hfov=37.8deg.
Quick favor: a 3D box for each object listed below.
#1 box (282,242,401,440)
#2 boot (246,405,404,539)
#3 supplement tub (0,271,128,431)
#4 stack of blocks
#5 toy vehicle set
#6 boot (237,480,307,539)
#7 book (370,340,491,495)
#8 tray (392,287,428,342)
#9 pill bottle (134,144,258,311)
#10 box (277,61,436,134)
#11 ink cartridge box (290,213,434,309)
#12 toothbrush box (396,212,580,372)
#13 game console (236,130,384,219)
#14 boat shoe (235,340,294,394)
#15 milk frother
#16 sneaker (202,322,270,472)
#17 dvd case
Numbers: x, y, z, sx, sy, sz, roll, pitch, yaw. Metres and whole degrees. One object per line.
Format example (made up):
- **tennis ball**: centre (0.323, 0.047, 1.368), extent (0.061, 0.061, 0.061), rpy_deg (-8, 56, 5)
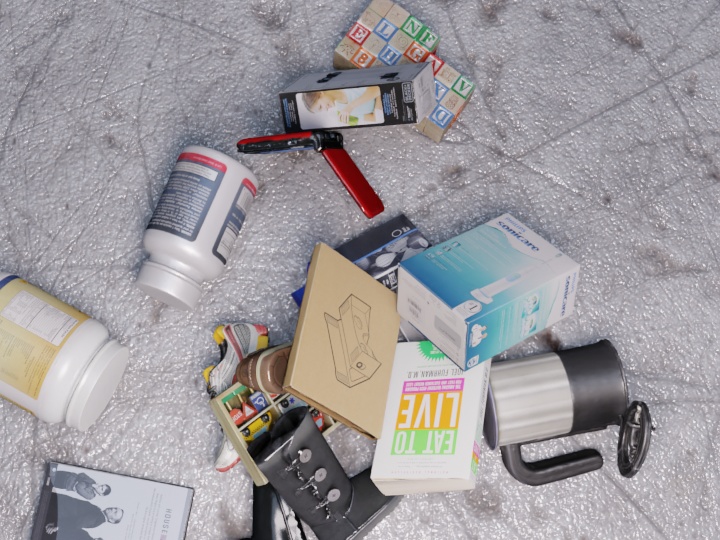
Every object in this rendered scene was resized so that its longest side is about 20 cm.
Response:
- **box**: centre (-0.016, 0.090, 1.337), extent (0.163, 0.021, 0.203), rpy_deg (34, 53, -34)
- **boot**: centre (-0.034, 0.245, 1.342), extent (0.165, 0.065, 0.201), rpy_deg (-47, 118, -22)
- **supplement tub**: centre (-0.416, 0.107, 1.368), extent (0.198, 0.145, 0.146), rpy_deg (28, 76, 3)
- **stack of blocks**: centre (0.071, -0.297, 1.546), extent (0.199, 0.059, 0.116), rpy_deg (37, 77, 6)
- **toy vehicle set**: centre (-0.091, 0.172, 1.381), extent (0.199, 0.026, 0.125), rpy_deg (-34, 93, -37)
- **boot**: centre (-0.152, 0.357, 1.365), extent (0.160, 0.073, 0.201), rpy_deg (-20, 76, -2)
- **book**: centre (0.096, 0.183, 1.349), extent (0.131, 0.048, 0.203), rpy_deg (-8, 51, 26)
- **tray**: centre (0.134, 0.029, 1.488), extent (0.198, 0.022, 0.108), rpy_deg (-32, 81, -11)
- **pill bottle**: centre (-0.228, -0.055, 1.434), extent (0.118, 0.120, 0.203), rpy_deg (22, 75, 2)
- **box**: centre (-0.003, -0.240, 1.462), extent (0.196, 0.117, 0.061), rpy_deg (-2, 112, 18)
- **ink cartridge box**: centre (0.000, 0.000, 1.451), extent (0.198, 0.040, 0.100), rpy_deg (-29, 40, -10)
- **toothbrush box**: centre (0.166, 0.023, 1.377), extent (0.198, 0.086, 0.146), rpy_deg (-25, 45, -28)
- **game console**: centre (-0.063, -0.126, 1.430), extent (0.169, 0.200, 0.121), rpy_deg (-5, 95, 7)
- **boat shoe**: centre (-0.082, 0.119, 1.345), extent (0.074, 0.201, 0.076), rpy_deg (-6, 83, 33)
- **milk frother**: centre (0.262, 0.188, 1.366), extent (0.184, 0.200, 0.184), rpy_deg (-10, 80, -6)
- **sneaker**: centre (-0.175, 0.167, 1.401), extent (0.081, 0.078, 0.204), rpy_deg (11, 66, -16)
- **dvd case**: centre (-0.328, 0.343, 1.376), extent (0.196, 0.025, 0.153), rpy_deg (11, 75, -2)
